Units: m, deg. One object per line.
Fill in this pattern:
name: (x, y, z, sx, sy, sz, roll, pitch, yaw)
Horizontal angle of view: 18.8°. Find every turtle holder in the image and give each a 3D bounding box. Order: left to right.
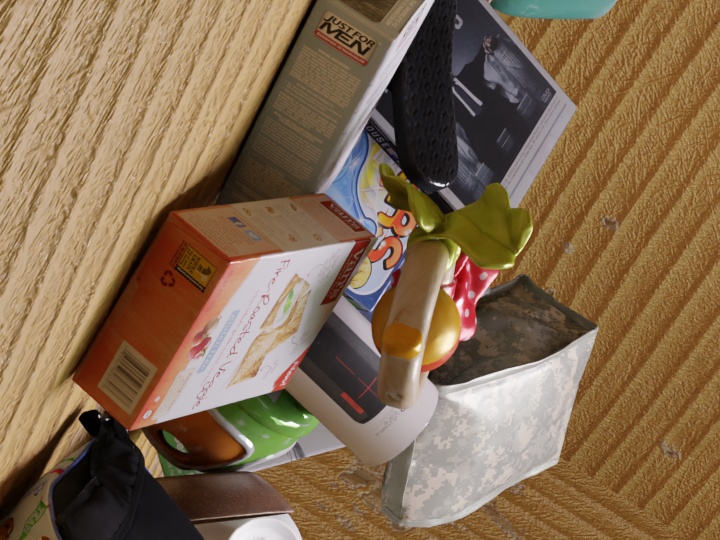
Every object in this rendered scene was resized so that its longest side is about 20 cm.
turtle holder: (-0.105, 0.076, 1.697, 0.132, 0.141, 0.186, -39, -143, 21)

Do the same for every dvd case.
dvd case: (0.066, -0.136, 1.625, 0.025, 0.200, 0.151, -6, -136, 52)

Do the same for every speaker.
speaker: (-0.035, 0.052, 1.588, 0.081, 0.200, 0.081, -38, -160, 17)

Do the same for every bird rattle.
bird rattle: (0.039, 0.019, 1.522, 0.200, 0.112, 0.164, 110, 1, -61)

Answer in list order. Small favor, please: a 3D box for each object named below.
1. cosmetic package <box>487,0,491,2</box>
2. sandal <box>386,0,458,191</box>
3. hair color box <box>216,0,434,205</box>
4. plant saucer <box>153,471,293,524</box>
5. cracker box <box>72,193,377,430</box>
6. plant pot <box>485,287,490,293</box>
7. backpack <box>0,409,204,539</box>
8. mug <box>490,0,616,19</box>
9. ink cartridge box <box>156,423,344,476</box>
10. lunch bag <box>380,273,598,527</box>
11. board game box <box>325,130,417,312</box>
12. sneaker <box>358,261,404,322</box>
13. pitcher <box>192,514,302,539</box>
cosmetic package: (0.044, -0.188, 1.733, 0.200, 0.071, 0.105, -58, -175, -5)
sandal: (0.032, -0.152, 1.554, 0.045, 0.075, 0.201, -15, -109, 43)
hair color box: (-0.021, -0.122, 1.479, 0.200, 0.061, 0.099, -59, 177, 41)
plant saucer: (-0.151, 0.176, 1.641, 0.200, 0.199, 0.037, 103, -18, -83)
cracker box: (-0.084, 0.023, 1.410, 0.134, 0.058, 0.200, -58, 161, 20)
plant pot: (-0.001, -0.016, 1.905, 0.199, 0.135, 0.200, -19, -176, 1)
backpack: (-0.171, 0.211, 1.423, 0.154, 0.200, 0.190, -45, 176, 7)
mug: (0.145, -0.291, 1.860, 0.185, 0.114, 0.153, 179, -90, -71)
ink cartridge box: (-0.074, 0.122, 1.920, 0.199, 0.084, 0.146, -16, -176, 8)
lunch bag: (0.094, 0.119, 1.908, 0.200, 0.117, 0.165, -25, 139, -41)
board game box: (0.007, -0.088, 1.643, 0.200, 0.135, 0.034, -58, -151, -9)
sneaker: (0.000, 0.000, 1.724, 0.115, 0.200, 0.075, -43, 154, -2)
pitcher: (-0.153, 0.241, 1.808, 0.200, 0.171, 0.122, -2, -86, 56)
